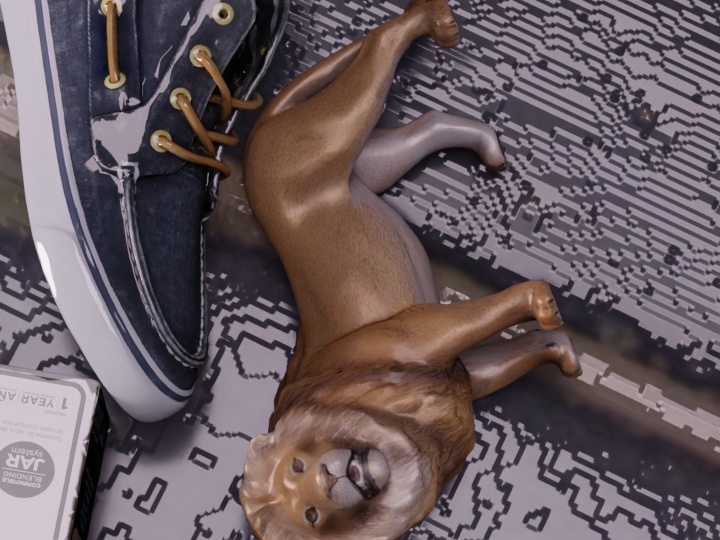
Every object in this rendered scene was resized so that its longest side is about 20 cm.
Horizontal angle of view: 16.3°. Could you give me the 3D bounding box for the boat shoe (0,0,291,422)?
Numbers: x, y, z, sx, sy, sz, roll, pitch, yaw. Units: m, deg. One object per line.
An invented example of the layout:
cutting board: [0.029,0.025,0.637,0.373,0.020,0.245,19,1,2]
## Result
boat shoe: [-0.065,-0.054,0.861,0.091,0.071,0.201,-20,71,16]

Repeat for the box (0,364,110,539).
box: [-0.158,0.128,0.832,0.116,0.060,0.200,9,75,0]

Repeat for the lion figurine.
lion figurine: [0.000,0.000,0.876,0.122,0.072,0.200,-19,63,5]
